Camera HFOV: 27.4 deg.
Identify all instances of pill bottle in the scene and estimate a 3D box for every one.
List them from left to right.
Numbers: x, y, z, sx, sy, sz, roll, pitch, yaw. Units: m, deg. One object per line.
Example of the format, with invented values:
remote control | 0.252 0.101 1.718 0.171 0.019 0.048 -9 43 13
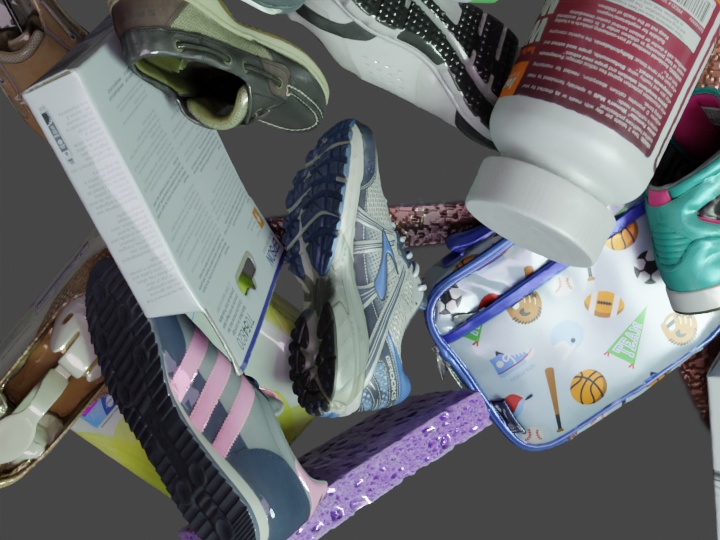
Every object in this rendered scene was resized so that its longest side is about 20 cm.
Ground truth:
pill bottle | 0.148 -0.111 0.931 0.109 0.110 0.201 29 82 -14

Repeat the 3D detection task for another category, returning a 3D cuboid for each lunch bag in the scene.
lunch bag | 0.141 0.021 1.023 0.200 0.076 0.161 -34 106 4

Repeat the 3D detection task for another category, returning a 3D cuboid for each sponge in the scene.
sponge | -0.016 0.137 0.977 0.199 0.111 0.030 -28 96 -29

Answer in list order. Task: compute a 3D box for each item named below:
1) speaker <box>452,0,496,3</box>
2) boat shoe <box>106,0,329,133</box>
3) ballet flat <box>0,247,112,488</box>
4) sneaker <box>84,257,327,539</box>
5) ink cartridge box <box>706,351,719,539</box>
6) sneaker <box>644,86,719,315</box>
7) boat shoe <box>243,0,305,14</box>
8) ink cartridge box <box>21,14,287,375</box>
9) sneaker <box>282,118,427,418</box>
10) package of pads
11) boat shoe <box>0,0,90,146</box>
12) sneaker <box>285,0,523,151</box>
speaker | -0.006 -0.216 0.836 0.199 0.088 0.089 15 106 -11
boat shoe | -0.086 -0.117 0.904 0.071 0.201 0.066 -10 69 27
ballet flat | -0.187 0.067 0.935 0.070 0.065 0.200 35 103 -11
sneaker | -0.094 0.076 0.890 0.070 0.082 0.201 -39 76 44
ink cartridge box | 0.329 0.152 1.046 0.145 0.083 0.201 3 112 30
sneaker | 0.253 -0.072 0.972 0.200 0.083 0.121 -37 111 -32
boat shoe | -0.120 -0.195 0.881 0.199 0.062 0.073 11 64 -7
ink cartridge box | -0.118 -0.053 0.905 0.040 0.200 0.201 -23 107 13
sneaker | 0.000 0.000 0.987 0.085 0.077 0.201 8 78 -34
package of pads | -0.126 0.060 1.010 0.200 0.068 0.155 38 102 -16
boat shoe | -0.210 -0.139 0.931 0.072 0.076 0.200 -35 108 5
sneaker | 0.036 -0.146 0.969 0.200 0.080 0.074 38 59 -27
